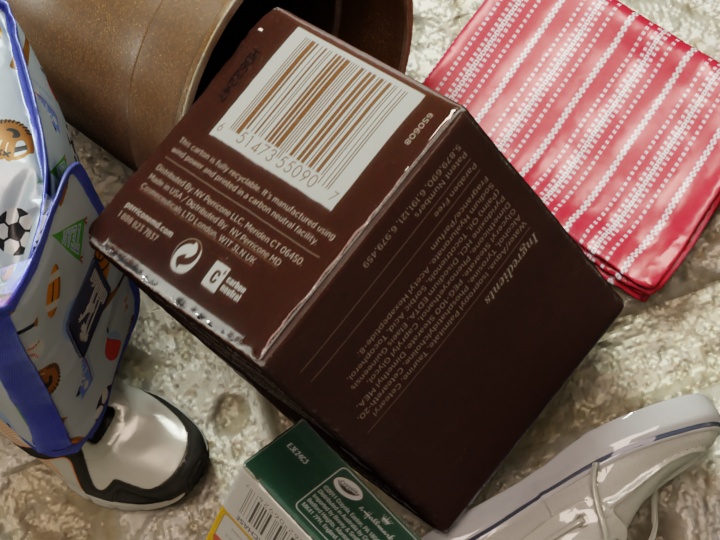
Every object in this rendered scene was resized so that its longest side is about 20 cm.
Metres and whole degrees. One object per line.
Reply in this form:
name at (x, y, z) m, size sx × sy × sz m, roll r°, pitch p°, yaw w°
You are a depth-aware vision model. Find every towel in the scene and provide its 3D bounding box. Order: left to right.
towel at (0.132, -0.088, 1.303) m, size 0.200 × 0.022 × 0.145 m, roll 35°, pitch 83°, yaw 23°

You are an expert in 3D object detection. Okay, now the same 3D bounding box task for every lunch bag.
lunch bag at (-0.196, -0.017, 1.216) m, size 0.123 × 0.170 × 0.201 m, roll -18°, pitch 57°, yaw -2°

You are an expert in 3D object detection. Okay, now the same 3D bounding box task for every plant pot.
plant pot at (-0.108, -0.140, 1.303) m, size 0.198 × 0.200 × 0.201 m, roll 28°, pitch 81°, yaw 29°

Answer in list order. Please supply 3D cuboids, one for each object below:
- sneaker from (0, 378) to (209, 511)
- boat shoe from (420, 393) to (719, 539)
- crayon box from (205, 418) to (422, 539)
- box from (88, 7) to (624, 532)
sneaker at (-0.182, 0.080, 1.302) m, size 0.199 × 0.080 × 0.074 m, roll 21°, pitch 77°, yaw 19°
boat shoe at (0.117, 0.148, 1.198) m, size 0.201 × 0.075 × 0.086 m, roll -31°, pitch 65°, yaw 7°
crayon box at (-0.030, 0.183, 1.182) m, size 0.126 × 0.200 × 0.052 m, roll 45°, pitch 52°, yaw 14°
box at (0.000, 0.000, 1.188) m, size 0.164 × 0.200 × 0.166 m, roll -51°, pitch 45°, yaw -7°
